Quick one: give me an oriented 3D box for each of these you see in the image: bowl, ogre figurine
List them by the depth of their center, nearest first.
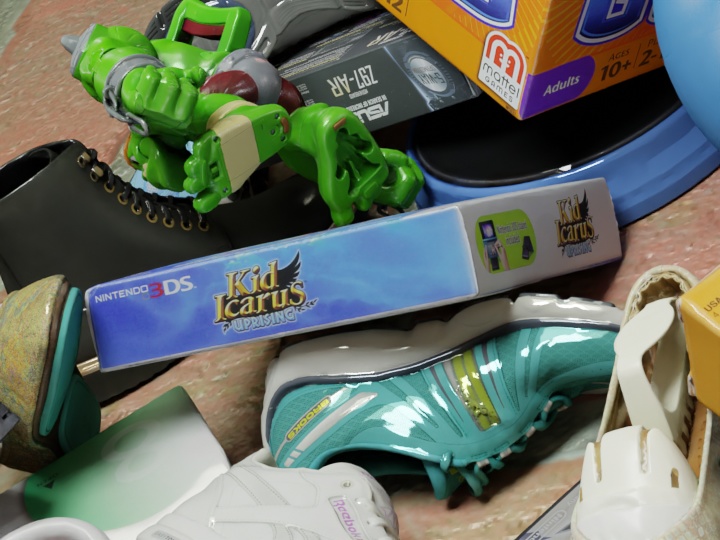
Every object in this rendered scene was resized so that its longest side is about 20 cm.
[{"bbox_3d":[-0.065,-0.079,1.266,0.200,0.098,0.120,-9,29,-40],"label":"ogre figurine"},{"bbox_3d":[0.116,-0.086,1.338,0.200,0.039,0.201,-21,29,12],"label":"bowl"}]

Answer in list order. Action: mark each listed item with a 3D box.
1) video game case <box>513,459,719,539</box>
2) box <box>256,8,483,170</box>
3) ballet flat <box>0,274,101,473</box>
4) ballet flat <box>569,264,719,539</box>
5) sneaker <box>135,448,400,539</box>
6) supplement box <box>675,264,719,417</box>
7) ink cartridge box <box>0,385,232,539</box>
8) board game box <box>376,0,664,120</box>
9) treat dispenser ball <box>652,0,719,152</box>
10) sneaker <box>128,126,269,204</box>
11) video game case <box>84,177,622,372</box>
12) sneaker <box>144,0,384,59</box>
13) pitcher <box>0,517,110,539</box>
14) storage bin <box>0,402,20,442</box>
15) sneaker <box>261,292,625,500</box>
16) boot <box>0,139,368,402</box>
[{"bbox_3d":[0.178,0.090,1.016,0.200,0.026,0.181,-39,31,-20],"label":"video game case"},{"bbox_3d":[0.024,-0.124,1.387,0.200,0.044,0.160,-16,18,43],"label":"box"},{"bbox_3d":[-0.165,0.053,1.214,0.071,0.200,0.071,1,69,-2],"label":"ballet flat"},{"bbox_3d":[0.113,0.072,1.010,0.067,0.062,0.200,-15,32,23],"label":"ballet flat"},{"bbox_3d":[-0.006,0.124,1.050,0.200,0.075,0.100,21,54,42],"label":"sneaker"},{"bbox_3d":[0.210,0.061,0.929,0.069,0.067,0.200,-40,52,-20],"label":"supplement box"},{"bbox_3d":[-0.117,0.148,1.151,0.161,0.050,0.200,-31,27,-5],"label":"ink cartridge box"},{"bbox_3d":[0.106,-0.232,1.249,0.200,0.200,0.200,-23,51,-34],"label":"board game box"},{"bbox_3d":[0.233,-0.126,1.136,0.201,0.201,0.201,-21,30,12],"label":"treat dispenser ball"},{"bbox_3d":[-0.103,-0.096,1.502,0.090,0.078,0.200,-21,29,19],"label":"sneaker"},{"bbox_3d":[0.000,0.000,1.202,0.200,0.046,0.181,-12,0,27],"label":"video game case"},{"bbox_3d":[-0.031,-0.165,1.407,0.200,0.075,0.087,-26,7,6],"label":"sneaker"},{"bbox_3d":[-0.193,0.192,1.057,0.200,0.121,0.172,-12,49,17],"label":"pitcher"},{"bbox_3d":[-0.255,0.107,1.187,0.135,0.094,0.200,-49,2,-27],"label":"storage bin"},{"bbox_3d":[0.052,0.065,1.137,0.200,0.078,0.080,-14,60,16],"label":"sneaker"},{"bbox_3d":[-0.104,-0.032,1.334,0.200,0.138,0.077,-34,28,-14],"label":"boot"}]
